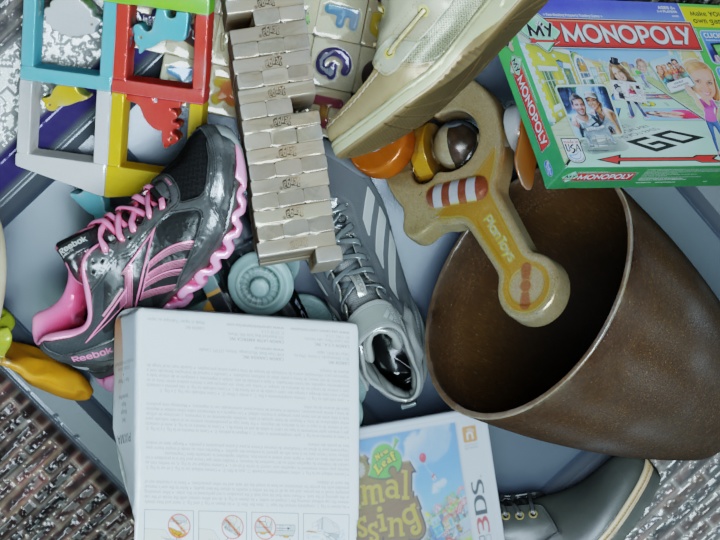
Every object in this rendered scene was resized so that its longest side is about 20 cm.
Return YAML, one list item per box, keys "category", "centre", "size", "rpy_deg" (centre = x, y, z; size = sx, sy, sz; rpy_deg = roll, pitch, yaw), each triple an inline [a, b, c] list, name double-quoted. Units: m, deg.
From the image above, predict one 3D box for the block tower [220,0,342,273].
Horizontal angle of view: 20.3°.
- category: "block tower"
  centre: [-0.055, -0.099, 1.337]
  size: [0.057, 0.054, 0.202]
  rpy_deg: [-9, 84, -6]

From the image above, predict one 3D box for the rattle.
- category: "rattle"
  centre: [-0.238, -0.021, 1.376]
  size: [0.142, 0.130, 0.202]
  rpy_deg: [6, 76, -19]

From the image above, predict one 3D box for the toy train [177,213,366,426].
- category: "toy train"
  centre: [-0.072, 0.061, 1.409]
  size: [0.113, 0.085, 0.201]
  rpy_deg: [-26, 104, 9]

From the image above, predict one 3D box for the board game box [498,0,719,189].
- category: "board game box"
  centre: [0.190, -0.119, 1.344]
  size: [0.199, 0.029, 0.135]
  rpy_deg: [-3, 62, -30]

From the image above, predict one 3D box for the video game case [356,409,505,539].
- category: "video game case"
  centre: [0.014, 0.197, 1.374]
  size: [0.199, 0.022, 0.184]
  rpy_deg: [-7, 87, -30]

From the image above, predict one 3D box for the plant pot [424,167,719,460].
- category: "plant pot"
  centre: [0.179, 0.053, 1.393]
  size: [0.199, 0.187, 0.188]
  rpy_deg: [30, 98, -34]

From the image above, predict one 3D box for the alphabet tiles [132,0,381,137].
- category: "alphabet tiles"
  centre: [-0.061, -0.185, 1.377]
  size: [0.198, 0.006, 0.168]
  rpy_deg: [11, 93, -9]

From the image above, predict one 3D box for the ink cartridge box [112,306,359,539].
- category: "ink cartridge box"
  centre: [-0.079, 0.129, 1.301]
  size: [0.161, 0.050, 0.202]
  rpy_deg: [5, 82, -26]

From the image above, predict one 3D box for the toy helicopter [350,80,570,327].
- category: "toy helicopter"
  centre: [0.089, -0.052, 1.339]
  size: [0.132, 0.201, 0.079]
  rpy_deg: [-37, 148, 14]

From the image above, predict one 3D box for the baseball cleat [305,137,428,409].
- category: "baseball cleat"
  centre: [0.000, 0.000, 1.387]
  size: [0.069, 0.107, 0.201]
  rpy_deg: [-28, 102, 6]

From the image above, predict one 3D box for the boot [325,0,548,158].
- category: "boot"
  centre: [0.019, -0.185, 1.298]
  size: [0.200, 0.073, 0.156]
  rpy_deg: [-43, 79, 25]

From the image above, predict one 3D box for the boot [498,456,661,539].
- category: "boot"
  centre: [0.105, 0.171, 1.457]
  size: [0.200, 0.077, 0.138]
  rpy_deg: [-43, 99, 3]

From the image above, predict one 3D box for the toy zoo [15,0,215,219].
- category: "toy zoo"
  centre: [-0.166, -0.130, 1.359]
  size: [0.130, 0.020, 0.202]
  rpy_deg: [8, 108, 8]

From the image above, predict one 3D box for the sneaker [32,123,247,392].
- category: "sneaker"
  centre: [-0.149, -0.013, 1.321]
  size: [0.095, 0.079, 0.201]
  rpy_deg: [22, 106, -32]

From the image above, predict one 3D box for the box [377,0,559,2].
- category: "box"
  centre: [0.094, -0.251, 1.360]
  size: [0.199, 0.050, 0.159]
  rpy_deg: [-21, 96, -2]
